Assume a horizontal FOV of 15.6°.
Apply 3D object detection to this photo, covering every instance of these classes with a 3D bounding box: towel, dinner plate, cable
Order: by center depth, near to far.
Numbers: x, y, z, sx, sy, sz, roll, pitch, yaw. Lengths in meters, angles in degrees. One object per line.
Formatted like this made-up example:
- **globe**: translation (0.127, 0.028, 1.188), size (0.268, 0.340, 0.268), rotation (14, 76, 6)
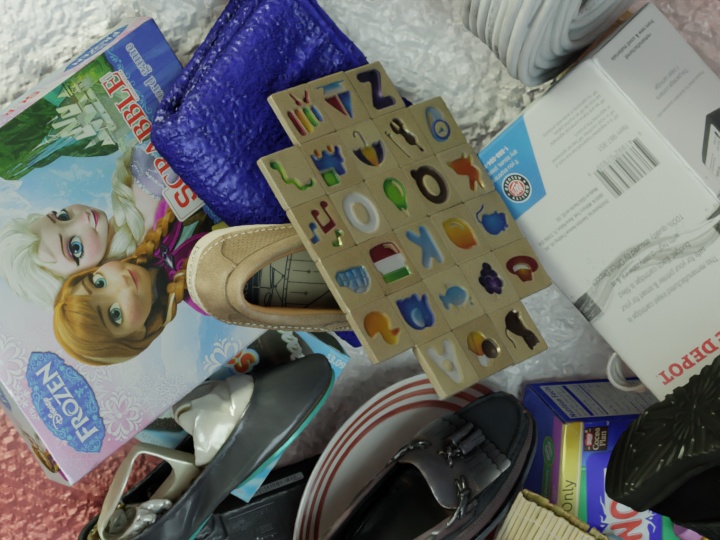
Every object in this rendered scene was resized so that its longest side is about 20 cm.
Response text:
- **cable**: translation (0.134, -0.203, 1.519), size (0.069, 0.200, 0.200), rotation (38, 81, 13)
- **towel**: translation (-0.022, -0.069, 1.569), size (0.200, 0.049, 0.148), rotation (44, 61, -26)
- **dinner plate**: translation (0.033, 0.158, 1.700), size (0.200, 0.024, 0.201), rotation (-13, 112, -36)

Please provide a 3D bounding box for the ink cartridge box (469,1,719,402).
- **ink cartridge box**: translation (0.181, -0.036, 1.579), size (0.200, 0.084, 0.145), rotation (48, 137, -1)

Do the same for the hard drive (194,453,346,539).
- **hard drive**: translation (-0.058, 0.231, 1.722), size (0.139, 0.038, 0.200), rotation (-21, 115, -7)

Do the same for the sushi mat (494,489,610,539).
- **sushi mat**: translation (0.108, 0.231, 1.681), size (0.096, 0.012, 0.200), rotation (33, 129, 12)

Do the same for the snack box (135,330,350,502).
- **snack box**: translation (-0.119, 0.047, 1.629), size (0.200, 0.037, 0.116), rotation (32, 99, -24)

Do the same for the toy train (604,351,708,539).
- **toy train**: translation (0.204, 0.146, 1.661), size (0.150, 0.056, 0.201), rotation (2, 104, -19)

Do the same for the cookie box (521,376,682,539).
- **cookie box**: translation (0.206, 0.160, 1.738), size (0.199, 0.075, 0.172), rotation (-3, 108, -17)

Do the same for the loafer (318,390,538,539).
- **loafer**: translation (0.035, 0.147, 1.629), size (0.200, 0.072, 0.063), rotation (-45, 150, -14)

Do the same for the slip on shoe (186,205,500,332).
- **slip on shoe**: translation (0.000, 0.000, 1.527), size (0.200, 0.061, 0.076), rotation (0, 98, -27)

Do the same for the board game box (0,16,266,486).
- **board game box**: translation (-0.153, -0.012, 1.546), size (0.199, 0.041, 0.200), rotation (-39, 109, -19)

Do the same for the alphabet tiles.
- **alphabet tiles**: translation (0.028, -0.026, 1.520), size (0.006, 0.166, 0.200), rotation (-37, 80, 42)

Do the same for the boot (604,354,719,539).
- **boot**: translation (0.260, 0.117, 1.553), size (0.158, 0.211, 0.080), rotation (28, 61, -15)

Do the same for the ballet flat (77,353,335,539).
- **ballet flat**: translation (-0.101, 0.116, 1.604), size (0.073, 0.073, 0.200), rotation (36, 104, -25)

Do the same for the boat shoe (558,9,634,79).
- **boat shoe**: translation (0.194, -0.089, 1.647), size (0.071, 0.065, 0.200), rotation (-42, 116, 3)
